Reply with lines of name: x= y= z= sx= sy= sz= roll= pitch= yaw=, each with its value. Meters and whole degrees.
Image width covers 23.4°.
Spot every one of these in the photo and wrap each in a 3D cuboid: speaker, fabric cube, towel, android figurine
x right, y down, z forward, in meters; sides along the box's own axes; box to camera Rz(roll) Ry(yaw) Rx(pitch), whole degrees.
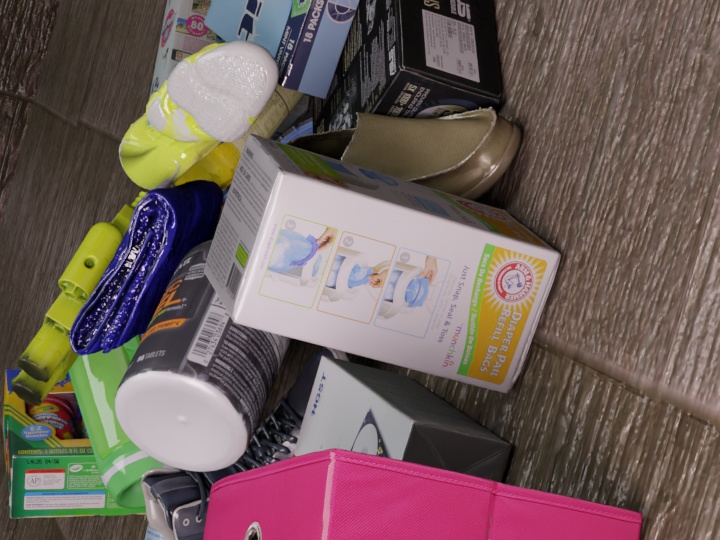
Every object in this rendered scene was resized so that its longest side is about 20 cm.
speaker: x=-0.218 y=0.112 z=1.598 sx=0.089 sy=0.088 sz=0.201 roll=-53 pitch=50 yaw=46
fabric cube: x=0.020 y=0.225 z=0.972 sx=0.196 sy=0.199 sz=0.201 roll=154 pitch=127 yaw=-63
towel: x=-0.169 y=-0.003 z=1.455 sx=0.148 sy=0.049 sz=0.200 roll=-60 pitch=-3 yaw=10
android figurine: x=-0.234 y=0.019 z=1.502 sx=0.201 sy=0.041 sz=0.182 roll=-60 pitch=2 yaw=-26

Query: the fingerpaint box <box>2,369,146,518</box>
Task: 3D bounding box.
fingerpaint box: x=-0.244 y=0.164 z=1.696 sx=0.167 sy=0.199 sz=0.074 roll=-116 pitch=30 yaw=-61

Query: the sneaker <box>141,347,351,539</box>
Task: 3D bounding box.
sneaker: x=-0.089 y=0.150 z=1.375 sx=0.077 sy=0.145 sz=0.203 roll=43 pitch=119 yaw=52

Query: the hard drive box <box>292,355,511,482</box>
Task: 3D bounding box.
hard drive box: x=0.014 y=0.161 z=1.207 sx=0.200 sy=0.076 sz=0.157 roll=-154 pitch=80 yaw=-70

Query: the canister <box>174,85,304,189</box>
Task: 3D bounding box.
canister: x=-0.099 y=-0.170 z=1.595 sx=0.200 sy=0.086 sz=0.148 roll=-53 pitch=13 yaw=-22

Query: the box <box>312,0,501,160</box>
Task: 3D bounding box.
box: x=0.031 y=-0.166 z=1.366 sx=0.164 sy=0.086 sz=0.201 roll=126 pitch=151 yaw=-45

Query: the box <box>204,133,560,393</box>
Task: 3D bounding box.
box: x=0.012 y=-0.005 z=1.144 sx=0.113 sy=0.199 sz=0.102 roll=-131 pitch=59 yaw=-68

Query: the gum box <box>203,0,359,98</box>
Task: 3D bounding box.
gum box: x=-0.054 y=-0.252 z=1.426 sx=0.200 sy=0.044 sz=0.171 roll=43 pitch=117 yaw=59

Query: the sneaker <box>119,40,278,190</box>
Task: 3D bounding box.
sneaker: x=-0.117 y=-0.142 z=1.415 sx=0.200 sy=0.076 sz=0.105 roll=-30 pitch=11 yaw=43

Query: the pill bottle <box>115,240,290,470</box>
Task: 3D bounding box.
pill bottle: x=-0.108 y=0.049 z=1.347 sx=0.106 sy=0.106 sz=0.201 roll=-55 pitch=10 yaw=43

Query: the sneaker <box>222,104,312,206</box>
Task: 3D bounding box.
sneaker: x=-0.042 y=-0.095 z=1.545 sx=0.200 sy=0.078 sz=0.075 roll=-38 pitch=9 yaw=46

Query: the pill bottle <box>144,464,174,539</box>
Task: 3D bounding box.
pill bottle: x=-0.140 y=0.269 z=1.494 sx=0.109 sy=0.108 sz=0.201 roll=-177 pitch=101 yaw=-69

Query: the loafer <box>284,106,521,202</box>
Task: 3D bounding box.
loafer: x=0.020 y=-0.077 z=1.251 sx=0.199 sy=0.068 sz=0.076 roll=-16 pitch=39 yaw=29

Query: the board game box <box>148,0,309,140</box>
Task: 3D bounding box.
board game box: x=-0.123 y=-0.209 z=1.717 sx=0.064 sy=0.147 sz=0.201 roll=147 pitch=134 yaw=-65

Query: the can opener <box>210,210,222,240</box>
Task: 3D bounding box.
can opener: x=-0.129 y=-0.037 z=1.654 sx=0.067 sy=0.053 sz=0.200 roll=-45 pitch=-10 yaw=-11
